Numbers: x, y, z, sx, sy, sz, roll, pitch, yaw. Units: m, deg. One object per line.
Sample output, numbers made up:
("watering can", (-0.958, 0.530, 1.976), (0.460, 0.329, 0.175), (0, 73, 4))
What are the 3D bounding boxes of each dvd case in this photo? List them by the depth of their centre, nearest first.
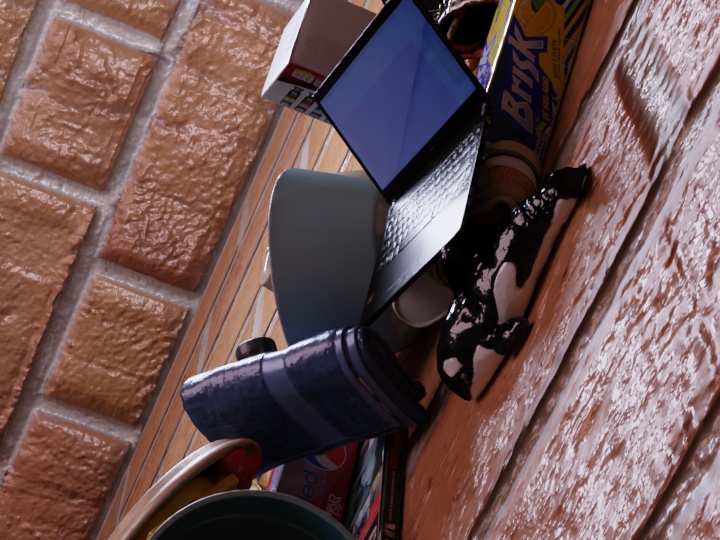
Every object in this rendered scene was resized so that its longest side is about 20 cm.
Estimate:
("dvd case", (0.000, 0.218, 1.591), (0.201, 0.022, 0.147), (-86, 20, -58))

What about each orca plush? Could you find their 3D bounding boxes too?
("orca plush", (0.094, 0.001, 1.383), (0.106, 0.071, 0.201), (-81, 15, -52))

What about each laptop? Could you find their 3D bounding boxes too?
("laptop", (0.020, -0.088, 1.500), (0.177, 0.103, 0.201), (-46, 23, 52))

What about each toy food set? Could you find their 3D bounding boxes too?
("toy food set", (-0.149, 0.221, 1.547), (0.198, 0.049, 0.201), (-34, -22, -42))

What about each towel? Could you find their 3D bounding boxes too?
("towel", (-0.050, 0.110, 1.569), (0.199, 0.112, 0.049), (-18, 38, 33))

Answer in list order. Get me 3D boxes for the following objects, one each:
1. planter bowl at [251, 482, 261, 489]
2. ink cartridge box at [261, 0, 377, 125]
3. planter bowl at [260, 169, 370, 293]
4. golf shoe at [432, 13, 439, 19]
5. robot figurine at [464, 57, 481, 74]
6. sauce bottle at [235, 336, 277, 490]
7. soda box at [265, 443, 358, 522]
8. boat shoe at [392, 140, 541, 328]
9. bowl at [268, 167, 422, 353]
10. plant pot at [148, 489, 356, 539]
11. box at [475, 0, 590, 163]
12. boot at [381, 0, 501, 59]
("planter bowl", (-0.129, 0.298, 1.724), (0.200, 0.083, 0.202), (177, 90, -76))
("ink cartridge box", (0.013, -0.179, 1.845), (0.176, 0.199, 0.084), (146, 145, -73))
("planter bowl", (-0.020, -0.016, 1.877), (0.200, 0.134, 0.202), (-159, 90, -81))
("golf shoe", (0.090, -0.241, 1.921), (0.199, 0.094, 0.078), (-5, 105, 53))
("robot figurine", (0.088, -0.090, 1.656), (0.145, 0.058, 0.201), (122, 167, -52))
("sauce bottle", (-0.076, 0.159, 1.767), (0.065, 0.064, 0.201), (-57, 44, 50))
("soda box", (-0.049, 0.199, 1.651), (0.070, 0.063, 0.201), (119, 170, -45))
("boat shoe", (0.076, -0.017, 1.515), (0.201, 0.074, 0.069), (-59, 7, 41))
("bowl", (0.000, 0.000, 1.674), (0.201, 0.104, 0.203), (-8, -90, -72))
("plant pot", (-0.094, 0.299, 1.461), (0.188, 0.199, 0.201), (113, 174, -59))
("box", (0.135, -0.170, 1.555), (0.070, 0.064, 0.201), (137, 152, -69))
("boot", (0.084, -0.250, 1.709), (0.202, 0.074, 0.154), (-15, 33, 34))
